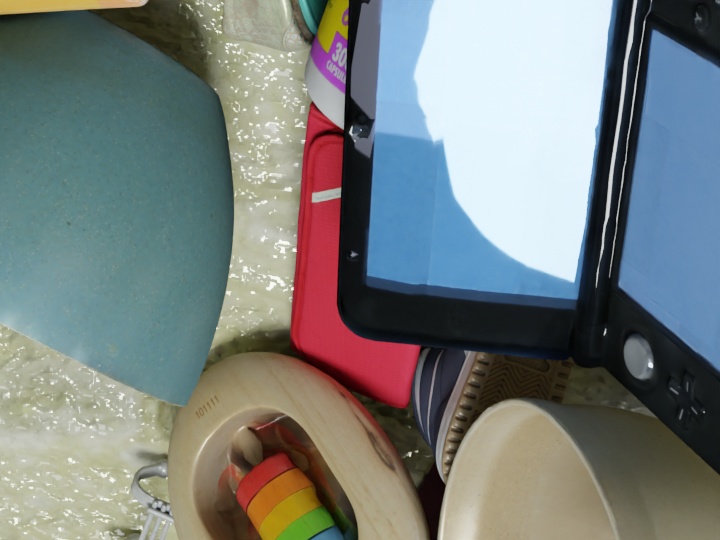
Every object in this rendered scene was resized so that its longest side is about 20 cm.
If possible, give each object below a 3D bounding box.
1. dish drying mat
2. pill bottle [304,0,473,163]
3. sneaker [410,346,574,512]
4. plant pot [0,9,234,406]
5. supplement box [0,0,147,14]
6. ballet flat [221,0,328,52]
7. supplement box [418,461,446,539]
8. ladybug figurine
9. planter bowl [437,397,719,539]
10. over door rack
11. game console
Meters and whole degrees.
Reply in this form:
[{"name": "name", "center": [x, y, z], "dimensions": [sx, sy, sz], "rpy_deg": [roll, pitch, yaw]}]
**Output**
[{"name": "dish drying mat", "center": [0.000, 0.000, 0.741], "dimensions": [0.077, 0.018, 0.200], "rpy_deg": [27, 145, 14]}, {"name": "pill bottle", "center": [0.054, -0.149, 0.629], "dimensions": [0.104, 0.104, 0.201], "rpy_deg": [18, 115, -9]}, {"name": "sneaker", "center": [0.085, 0.019, 0.779], "dimensions": [0.070, 0.108, 0.201], "rpy_deg": [24, 92, -10]}, {"name": "plant pot", "center": [-0.136, -0.043, 0.688], "dimensions": [0.200, 0.200, 0.135], "rpy_deg": [30, 86, -16]}, {"name": "supplement box", "center": [-0.182, -0.152, 0.656], "dimensions": [0.199, 0.069, 0.067], "rpy_deg": [-2, 124, 13]}, {"name": "ballet flat", "center": [-0.057, -0.184, 0.645], "dimensions": [0.062, 0.068, 0.201], "rpy_deg": [5, 125, 23]}, {"name": "supplement box", "center": [0.133, 0.173, 0.847], "dimensions": [0.199, 0.111, 0.086], "rpy_deg": [20, 123, -10]}, {"name": "ladybug figurine", "center": [-0.026, 0.136, 0.806], "dimensions": [0.136, 0.200, 0.072], "rpy_deg": [-39, 155, 17]}, {"name": "planter bowl", "center": [0.131, 0.154, 0.662], "dimensions": [0.134, 0.201, 0.201], "rpy_deg": [-1, 127, -20]}, {"name": "over door rack", "center": [-0.063, 0.214, 0.903], "dimensions": [0.199, 0.067, 0.148], "rpy_deg": [29, 124, 9]}, {"name": "game console", "center": [0.079, -0.030, 0.567], "dimensions": [0.118, 0.171, 0.201], "rpy_deg": [-10, 121, -22]}]
